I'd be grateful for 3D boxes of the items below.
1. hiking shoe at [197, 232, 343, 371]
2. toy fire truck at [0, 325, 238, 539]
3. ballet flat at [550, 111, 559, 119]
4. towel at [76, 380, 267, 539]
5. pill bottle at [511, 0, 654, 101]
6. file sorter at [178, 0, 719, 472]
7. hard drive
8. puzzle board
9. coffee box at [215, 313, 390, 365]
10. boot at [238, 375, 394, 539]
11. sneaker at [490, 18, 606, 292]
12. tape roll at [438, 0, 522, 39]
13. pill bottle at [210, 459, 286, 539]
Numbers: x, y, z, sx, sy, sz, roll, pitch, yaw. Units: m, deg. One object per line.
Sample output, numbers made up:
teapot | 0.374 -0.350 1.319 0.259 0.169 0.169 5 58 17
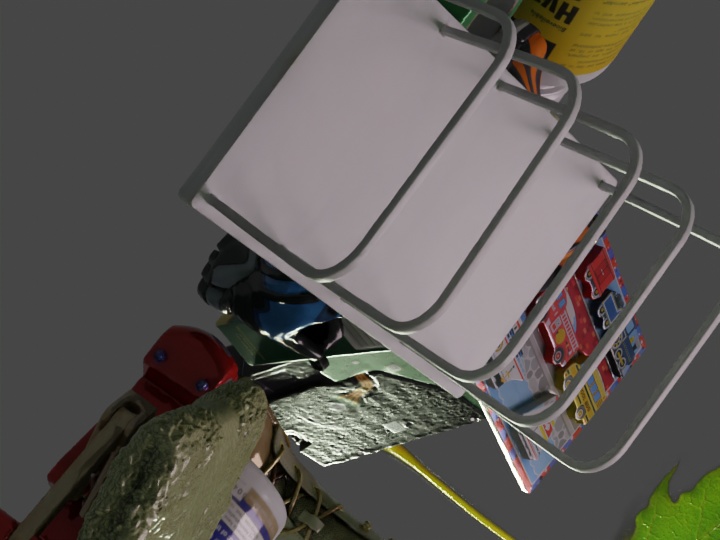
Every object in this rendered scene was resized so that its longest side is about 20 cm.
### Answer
hiking shoe | -0.021 -0.022 0.773 0.074 0.087 0.200 -51 175 -29
toy fire truck | -0.136 0.103 0.786 0.200 0.049 0.141 -53 174 -20
ballet flat | 0.144 -0.046 1.109 0.067 0.057 0.200 100 -5 -47
towel | -0.117 0.150 0.747 0.200 0.036 0.148 -63 169 11
pill bottle | 0.135 -0.190 0.958 0.111 0.111 0.200 -50 174 -37
file sorter | 0.053 -0.020 0.655 0.139 0.200 0.124 -54 -142 -1
hard drive | 0.008 0.074 1.039 0.200 0.140 0.038 -21 -132 35
puzzle board | 0.127 0.035 0.990 0.151 0.017 0.200 -48 131 -25
coffee box | 0.000 0.000 0.937 0.123 0.044 0.200 -51 -159 -26
boot | -0.043 0.162 1.014 0.072 0.155 0.200 -44 160 -20
sneaker | 0.088 -0.054 0.835 0.200 0.112 0.078 -59 -178 -38
tape roll | 0.048 -0.145 0.822 0.201 0.048 0.200 -53 175 -6
pill bottle | -0.147 0.193 0.897 0.200 0.120 0.120 -52 175 -26
